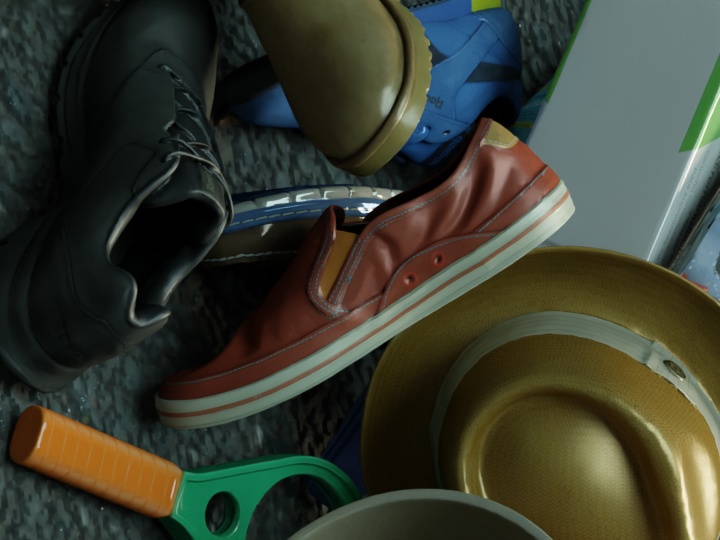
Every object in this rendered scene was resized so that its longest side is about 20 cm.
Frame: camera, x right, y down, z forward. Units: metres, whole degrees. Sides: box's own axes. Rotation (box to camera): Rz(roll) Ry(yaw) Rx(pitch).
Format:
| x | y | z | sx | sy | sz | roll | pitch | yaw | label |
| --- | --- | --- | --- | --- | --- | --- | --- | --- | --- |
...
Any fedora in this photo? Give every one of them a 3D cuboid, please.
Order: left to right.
| x | y | z | sx | sy | sz | roll | pitch | yaw | label |
| --- | --- | --- | --- | --- | --- | --- | --- | --- | --- |
| 0.095 | 0.090 | 1.293 | 0.082 | 0.200 | 0.201 | -75 | 144 | -77 | fedora |

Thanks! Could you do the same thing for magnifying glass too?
| x | y | z | sx | sy | sz | roll | pitch | yaw | label |
| --- | --- | --- | --- | --- | --- | --- | --- | --- | --- |
| -0.069 | 0.101 | 1.279 | 0.200 | 0.022 | 0.080 | 28 | 74 | -42 | magnifying glass |

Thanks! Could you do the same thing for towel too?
| x | y | z | sx | sy | sz | roll | pitch | yaw | label |
| --- | --- | --- | --- | --- | --- | --- | --- | --- | --- |
| 0.092 | 0.096 | 1.346 | 0.200 | 0.145 | 0.024 | 34 | 9 | -2 | towel |

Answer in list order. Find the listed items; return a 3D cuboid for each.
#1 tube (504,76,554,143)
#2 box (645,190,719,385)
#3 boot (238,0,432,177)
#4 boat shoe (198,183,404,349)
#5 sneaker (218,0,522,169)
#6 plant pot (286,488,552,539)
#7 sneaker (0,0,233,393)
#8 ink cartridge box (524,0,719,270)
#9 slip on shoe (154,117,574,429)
| x | y | z | sx | sy | sz | roll | pitch | yaw | label |
| --- | --- | --- | --- | --- | --- | --- | --- | --- | --- |
| 0.118 | -0.088 | 1.530 | 0.200 | 0.077 | 0.050 | -48 | 114 | -41 | tube |
| 0.238 | 0.036 | 1.374 | 0.200 | 0.040 | 0.137 | 35 | 64 | -1 | box |
| -0.076 | -0.134 | 1.247 | 0.200 | 0.066 | 0.175 | 25 | 28 | -30 | boot |
| 0.000 | 0.000 | 1.358 | 0.200 | 0.072 | 0.073 | 1 | 86 | -47 | boat shoe |
| 0.015 | -0.082 | 1.401 | 0.200 | 0.066 | 0.079 | -19 | 94 | -52 | sneaker |
| 0.054 | 0.213 | 1.254 | 0.200 | 0.187 | 0.188 | 43 | 48 | -54 | plant pot |
| -0.086 | -0.040 | 1.249 | 0.076 | 0.091 | 0.200 | 39 | 51 | -35 | sneaker |
| 0.155 | -0.049 | 1.467 | 0.146 | 0.084 | 0.200 | -67 | 156 | -4 | ink cartridge box |
| -0.006 | 0.003 | 1.275 | 0.061 | 0.200 | 0.074 | 56 | 8 | -6 | slip on shoe |
